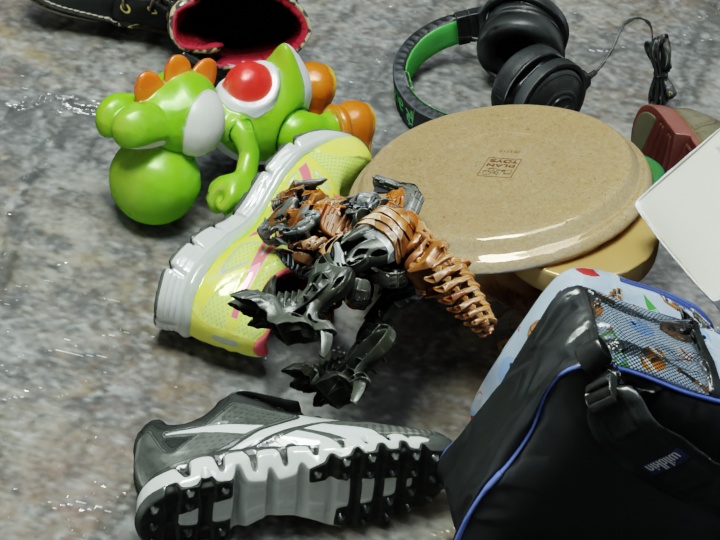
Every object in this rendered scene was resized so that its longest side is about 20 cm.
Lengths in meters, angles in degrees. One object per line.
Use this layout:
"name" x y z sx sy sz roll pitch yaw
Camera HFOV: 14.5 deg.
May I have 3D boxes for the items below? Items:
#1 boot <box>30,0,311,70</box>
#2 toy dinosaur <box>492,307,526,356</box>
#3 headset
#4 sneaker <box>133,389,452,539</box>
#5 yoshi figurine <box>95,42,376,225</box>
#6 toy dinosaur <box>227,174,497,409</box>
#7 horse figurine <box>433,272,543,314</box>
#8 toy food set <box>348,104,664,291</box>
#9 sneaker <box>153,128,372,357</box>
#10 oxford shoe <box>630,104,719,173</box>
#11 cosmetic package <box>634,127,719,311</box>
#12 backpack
"boot" -0.131 -0.188 1.956 0.199 0.074 0.151 8 16 -13
"toy dinosaur" 0.147 0.070 1.735 0.106 0.061 0.200 -25 50 -38
"headset" 0.123 -0.133 1.996 0.199 0.094 0.124 -12 45 -2
"sneaker" -0.043 0.104 1.645 0.199 0.067 0.091 -7 43 -17
"yoshi figurine" -0.093 -0.080 1.867 0.199 0.112 0.113 -5 79 -40
"toy dinosaur" 0.000 0.000 1.659 0.136 0.102 0.200 -49 20 -17
"horse figurine" 0.086 -0.014 1.814 0.199 0.050 0.133 14 39 33
"toy food set" 0.091 -0.045 1.769 0.199 0.049 0.198 -4 31 8
"sneaker" -0.042 -0.010 1.788 0.090 0.078 0.200 27 52 21
"oxford shoe" 0.256 -0.050 1.904 0.074 0.071 0.200 -3 41 -25
"cosmetic package" 0.261 0.008 1.721 0.087 0.200 0.104 -39 47 6
"backpack" 0.157 0.103 1.605 0.190 0.200 0.155 21 38 -17
